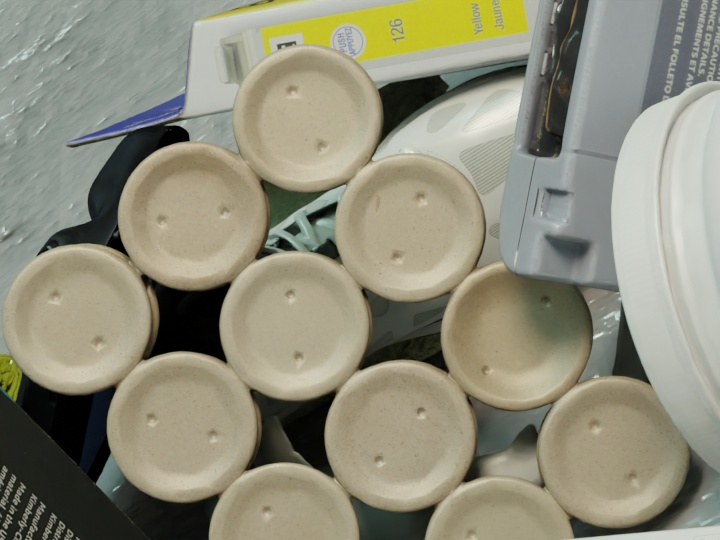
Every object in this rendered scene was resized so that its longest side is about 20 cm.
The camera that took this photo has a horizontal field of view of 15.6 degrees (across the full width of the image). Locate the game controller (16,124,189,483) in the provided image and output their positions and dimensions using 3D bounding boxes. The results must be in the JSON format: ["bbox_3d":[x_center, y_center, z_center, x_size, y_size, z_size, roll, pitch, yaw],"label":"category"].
[{"bbox_3d":[-0.099,0.033,0.987,0.104,0.042,0.200,-56,-10,-37],"label":"game controller"}]

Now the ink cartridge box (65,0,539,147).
[{"bbox_3d":[0.001,-0.094,1.034,0.200,0.047,0.198,-7,8,10],"label":"ink cartridge box"}]

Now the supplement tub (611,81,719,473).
[{"bbox_3d":[0.188,-0.017,0.752,0.200,0.140,0.140,-18,35,34],"label":"supplement tub"}]

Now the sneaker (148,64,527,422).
[{"bbox_3d":[0.000,0.001,0.928,0.200,0.076,0.115,-37,-3,9],"label":"sneaker"}]

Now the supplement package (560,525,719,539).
[{"bbox_3d":[0.034,0.150,0.719,0.200,0.114,0.110,-10,41,41],"label":"supplement package"}]

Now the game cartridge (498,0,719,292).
[{"bbox_3d":[0.120,-0.088,0.857,0.042,0.133,0.200,14,94,52],"label":"game cartridge"}]

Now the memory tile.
[{"bbox_3d":[-0.004,0.037,0.864,0.153,0.200,0.017,-43,-4,-1],"label":"memory tile"}]

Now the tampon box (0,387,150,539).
[{"bbox_3d":[-0.129,0.151,0.818,0.150,0.200,0.126,-19,35,35],"label":"tampon box"}]

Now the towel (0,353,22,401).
[{"bbox_3d":[-0.158,0.127,0.959,0.086,0.018,0.200,-77,8,-52],"label":"towel"}]

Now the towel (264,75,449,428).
[{"bbox_3d":[-0.021,-0.003,1.086,0.148,0.036,0.200,-28,30,18],"label":"towel"}]

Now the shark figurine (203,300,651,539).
[{"bbox_3d":[0.012,0.065,0.900,0.214,0.090,0.128,-24,33,28],"label":"shark figurine"}]
